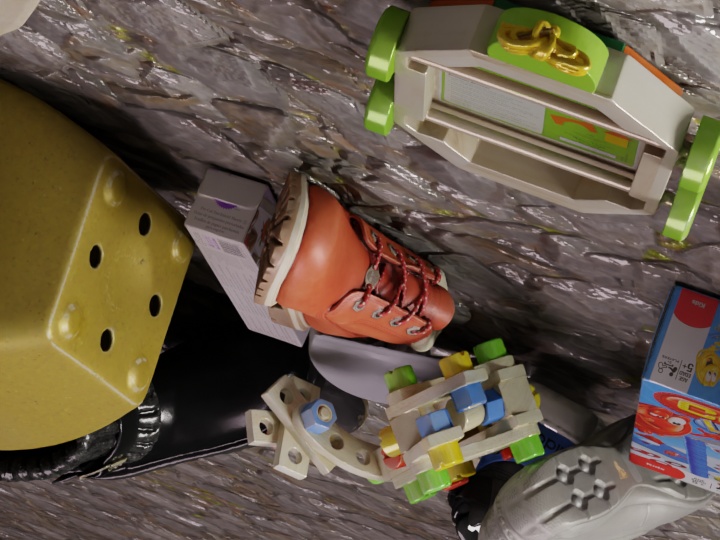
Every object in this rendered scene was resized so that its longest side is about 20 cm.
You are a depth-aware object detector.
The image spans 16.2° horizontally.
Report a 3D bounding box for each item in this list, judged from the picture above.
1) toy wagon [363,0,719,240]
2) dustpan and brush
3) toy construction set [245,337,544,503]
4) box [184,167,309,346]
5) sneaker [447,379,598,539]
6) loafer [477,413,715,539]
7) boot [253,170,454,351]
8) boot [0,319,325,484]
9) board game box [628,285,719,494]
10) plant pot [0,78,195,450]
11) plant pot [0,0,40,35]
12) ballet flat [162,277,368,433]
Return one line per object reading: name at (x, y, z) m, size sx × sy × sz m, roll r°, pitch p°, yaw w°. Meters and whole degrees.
toy wagon at (0.079, -0.073, 1.088) m, size 0.155 × 0.040 × 0.200 m, roll 20°, pitch 164°, yaw 6°
dustpan and brush at (0.021, 0.055, 1.617) m, size 0.139 × 0.057 × 0.200 m, roll 11°, pitch 160°, yaw -9°
toy construction set at (0.029, 0.095, 1.490) m, size 0.131 × 0.092 × 0.200 m, roll -13°, pitch -178°, yaw -40°
box at (-0.062, -0.005, 1.521) m, size 0.041 × 0.039 × 0.200 m, roll 19°, pitch 165°, yaw 16°
sneaker at (0.102, 0.139, 1.624) m, size 0.077 × 0.111 × 0.200 m, roll 29°, pitch 173°, yaw 5°
loafer at (0.145, 0.131, 1.522) m, size 0.200 × 0.070 × 0.070 m, roll -6°, pitch 155°, yaw -47°
boot at (0.000, 0.000, 1.408) m, size 0.107 × 0.075 × 0.200 m, roll 16°, pitch 173°, yaw 9°
boot at (-0.138, 0.083, 1.610) m, size 0.211 × 0.080 × 0.158 m, roll -26°, pitch 162°, yaw 19°
board game box at (0.251, 0.091, 1.392) m, size 0.200 × 0.056 × 0.196 m, roll 19°, pitch 165°, yaw 10°
plant pot at (-0.215, -0.003, 1.471) m, size 0.200 × 0.194 × 0.196 m, roll 8°, pitch 161°, yaw 27°
plant pot at (-0.198, -0.166, 0.902) m, size 0.183 × 0.201 × 0.200 m, roll 16°, pitch 169°, yaw -26°
ballet flat at (-0.080, 0.048, 1.710) m, size 0.200 × 0.067 × 0.057 m, roll 29°, pitch -166°, yaw 9°
